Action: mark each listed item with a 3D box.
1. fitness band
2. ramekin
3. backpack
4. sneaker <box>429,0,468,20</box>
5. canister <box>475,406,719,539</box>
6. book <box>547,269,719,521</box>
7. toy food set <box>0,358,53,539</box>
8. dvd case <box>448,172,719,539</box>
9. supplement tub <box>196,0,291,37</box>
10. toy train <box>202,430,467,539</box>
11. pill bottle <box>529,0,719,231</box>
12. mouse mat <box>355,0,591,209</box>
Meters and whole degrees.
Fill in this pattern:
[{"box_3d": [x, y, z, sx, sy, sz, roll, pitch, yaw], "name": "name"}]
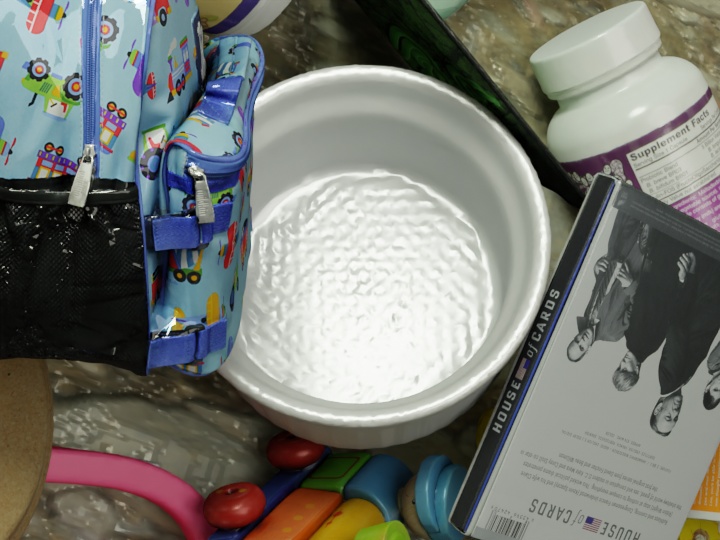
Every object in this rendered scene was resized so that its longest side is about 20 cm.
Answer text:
[{"box_3d": [-0.159, 0.165, 0.773, 0.199, 0.037, 0.145, 11, 80, -30], "name": "fitness band"}, {"box_3d": [0.000, 0.000, 0.806, 0.199, 0.098, 0.202, -1, 68, 1], "name": "ramekin"}, {"box_3d": [-0.112, -0.075, 0.657, 0.133, 0.183, 0.201, 5, 113, -1], "name": "backpack"}, {"box_3d": [0.093, -0.228, 0.921, 0.201, 0.118, 0.074, -48, 112, -25], "name": "sneaker"}, {"box_3d": [0.181, 0.134, 0.965, 0.199, 0.086, 0.150, -13, 92, -31], "name": "canister"}, {"box_3d": [0.186, 0.080, 0.893, 0.199, 0.048, 0.135, 11, 84, -29], "name": "book"}, {"box_3d": [-0.229, 0.065, 0.675, 0.201, 0.048, 0.198, 56, 47, -21], "name": "toy food set"}, {"box_3d": [0.145, 0.066, 0.809, 0.150, 0.025, 0.201, 23, 92, -33], "name": "dvd case"}, {"box_3d": [-0.125, -0.215, 0.763, 0.199, 0.145, 0.147, 15, 78, -30], "name": "supplement tub"}, {"box_3d": [-0.025, 0.154, 0.772, 0.200, 0.115, 0.085, -38, 118, -57], "name": "toy train"}, {"box_3d": [0.190, -0.068, 0.972, 0.112, 0.112, 0.201, -35, 104, -30], "name": "pill bottle"}, {"box_3d": [0.052, -0.109, 0.847, 0.008, 0.200, 0.161, -42, 110, 1], "name": "mouse mat"}]
